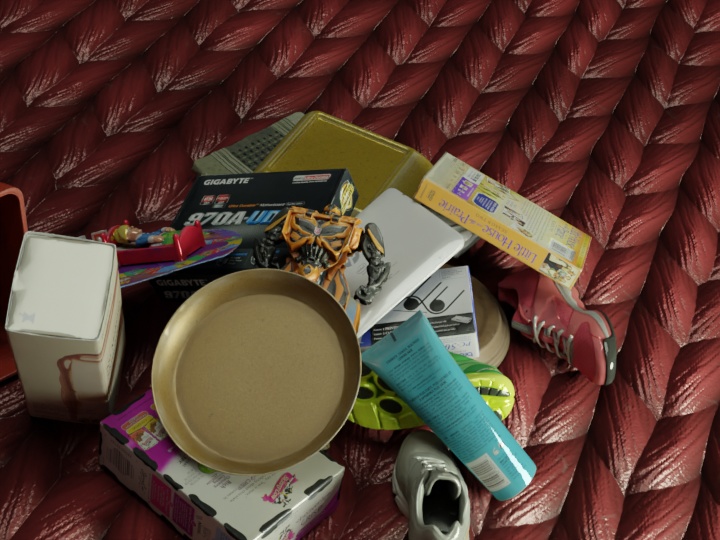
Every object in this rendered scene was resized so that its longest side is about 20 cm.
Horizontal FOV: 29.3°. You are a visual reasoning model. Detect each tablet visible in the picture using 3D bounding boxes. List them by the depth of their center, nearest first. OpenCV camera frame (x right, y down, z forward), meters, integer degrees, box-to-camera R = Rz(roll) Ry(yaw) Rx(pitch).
[{"bbox_3d":[0.000,0.000,1.449,0.199,0.014,0.130,-40,49,-16],"label":"tablet"}]

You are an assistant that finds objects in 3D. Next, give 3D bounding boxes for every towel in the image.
[{"bbox_3d":[-0.078,-0.108,1.688,0.192,0.035,0.200,-30,56,-34],"label":"towel"}]

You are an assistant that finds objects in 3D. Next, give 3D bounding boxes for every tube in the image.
[{"bbox_3d":[0.090,0.134,1.323,0.200,0.077,0.050,50,11,-13],"label":"tube"}]

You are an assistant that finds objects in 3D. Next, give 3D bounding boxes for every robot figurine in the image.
[{"bbox_3d":[-0.051,0.024,1.351,0.143,0.058,0.203,10,71,12],"label":"robot figurine"}]

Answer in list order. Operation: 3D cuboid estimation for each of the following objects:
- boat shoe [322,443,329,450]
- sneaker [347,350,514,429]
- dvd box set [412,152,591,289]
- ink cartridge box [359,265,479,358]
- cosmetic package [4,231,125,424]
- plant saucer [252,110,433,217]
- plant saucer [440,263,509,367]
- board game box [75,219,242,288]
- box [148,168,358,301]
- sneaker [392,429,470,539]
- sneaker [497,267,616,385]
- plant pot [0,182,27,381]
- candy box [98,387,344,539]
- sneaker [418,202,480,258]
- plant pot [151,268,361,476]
[{"bbox_3d":[-0.099,0.111,1.391,0.064,0.072,0.201,-30,63,-8],"label":"boat shoe"},{"bbox_3d":[0.054,0.118,1.385,0.197,0.075,0.084,7,15,-2],"label":"sneaker"},{"bbox_3d":[0.162,-0.059,1.536,0.198,0.030,0.146,30,21,3],"label":"dvd box set"},{"bbox_3d":[0.022,0.055,1.450,0.197,0.045,0.095,-7,48,5],"label":"ink cartridge box"},{"bbox_3d":[-0.272,0.059,1.291,0.086,0.201,0.105,7,63,-2],"label":"cosmetic package"},{"bbox_3d":[-0.026,-0.115,1.644,0.198,0.049,0.200,23,44,14],"label":"plant saucer"},{"bbox_3d":[0.071,0.051,1.525,0.197,0.030,0.201,5,40,-4],"label":"plant saucer"},{"bbox_3d":[-0.220,-0.028,1.404,0.198,0.039,0.158,-18,16,-20],"label":"board game box"},{"bbox_3d":[-0.117,-0.038,1.497,0.198,0.046,0.160,0,47,28],"label":"box"},{"bbox_3d":[0.073,0.206,1.284,0.075,0.093,0.201,2,34,-7],"label":"sneaker"},{"bbox_3d":[0.213,0.065,1.515,0.086,0.075,0.201,-12,36,-15],"label":"sneaker"},{"bbox_3d":[-0.451,0.010,1.347,0.175,0.202,0.199,27,41,36],"label":"plant pot"},{"bbox_3d":[-0.132,0.184,1.296,0.199,0.062,0.136,33,45,27],"label":"candy box"},{"bbox_3d":[0.102,-0.063,1.580,0.082,0.075,0.200,54,23,7],"label":"sneaker"},{"bbox_3d":[-0.096,0.096,1.281,0.197,0.028,0.203,-2,66,5],"label":"plant pot"}]
